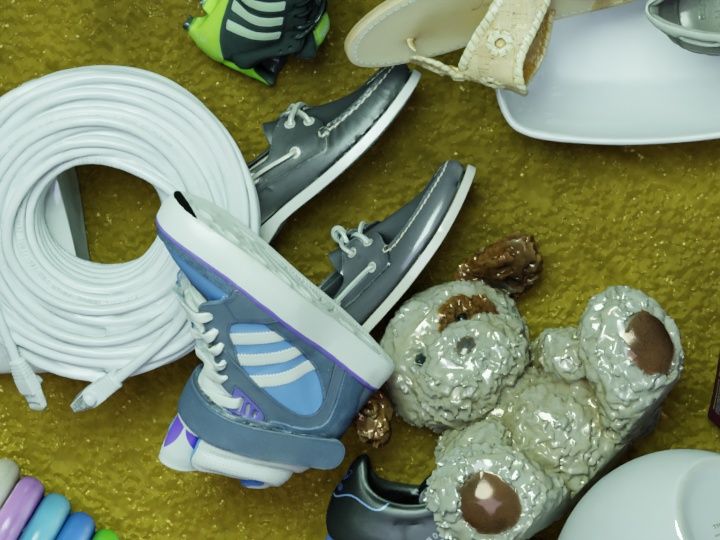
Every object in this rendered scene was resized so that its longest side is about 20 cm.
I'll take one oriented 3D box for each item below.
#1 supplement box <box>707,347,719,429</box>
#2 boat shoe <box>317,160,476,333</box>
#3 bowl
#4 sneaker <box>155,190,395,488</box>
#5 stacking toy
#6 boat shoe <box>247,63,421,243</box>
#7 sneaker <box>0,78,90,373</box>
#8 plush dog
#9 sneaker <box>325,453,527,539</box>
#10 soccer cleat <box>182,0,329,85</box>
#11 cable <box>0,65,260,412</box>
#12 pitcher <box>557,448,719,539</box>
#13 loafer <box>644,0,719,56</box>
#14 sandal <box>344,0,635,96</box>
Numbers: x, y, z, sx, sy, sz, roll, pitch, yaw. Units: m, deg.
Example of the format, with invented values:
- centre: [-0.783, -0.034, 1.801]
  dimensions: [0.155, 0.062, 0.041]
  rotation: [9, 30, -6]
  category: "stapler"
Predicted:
- centre: [0.265, 0.061, 1.020]
  dimensions: [0.061, 0.200, 0.109]
  rotation: [7, 97, 0]
  category: "supplement box"
- centre: [0.000, 0.000, 1.105]
  dimensions: [0.063, 0.073, 0.200]
  rotation: [37, 103, -2]
  category: "boat shoe"
- centre: [0.181, -0.181, 1.067]
  dimensions: [0.199, 0.075, 0.200]
  rotation: [-1, 95, 6]
  category: "bowl"
- centre: [-0.086, 0.059, 1.012]
  dimensions: [0.146, 0.081, 0.200]
  rotation: [-46, 126, 7]
  category: "sneaker"
- centre: [-0.183, 0.212, 1.145]
  dimensions: [0.200, 0.085, 0.085]
  rotation: [30, 98, -4]
  category: "stacking toy"
- centre: [-0.045, -0.074, 1.103]
  dimensions: [0.200, 0.074, 0.060]
  rotation: [-43, 96, 16]
  category: "boat shoe"
- centre: [-0.246, -0.024, 1.124]
  dimensions: [0.115, 0.074, 0.200]
  rotation: [-7, 97, 3]
  category: "sneaker"
- centre: [0.090, 0.077, 1.088]
  dimensions: [0.200, 0.160, 0.172]
  rotation: [-45, 72, -9]
  category: "plush dog"
- centre: [0.075, 0.185, 1.117]
  dimensions: [0.200, 0.070, 0.078]
  rotation: [16, 99, 0]
  category: "sneaker"
- centre: [-0.047, -0.178, 1.043]
  dimensions: [0.081, 0.200, 0.068]
  rotation: [32, 65, -10]
  category: "soccer cleat"
- centre: [-0.162, -0.031, 1.052]
  dimensions: [0.200, 0.069, 0.200]
  rotation: [-27, 105, 6]
  category: "cable"
- centre: [0.188, 0.179, 1.017]
  dimensions: [0.171, 0.200, 0.121]
  rotation: [-14, 70, -32]
  category: "pitcher"
- centre: [0.252, -0.156, 0.941]
  dimensions: [0.200, 0.070, 0.070]
  rotation: [-9, 85, 48]
  category: "loafer"
- centre: [0.098, -0.140, 0.996]
  dimensions: [0.211, 0.078, 0.070]
  rotation: [-17, 66, 2]
  category: "sandal"
